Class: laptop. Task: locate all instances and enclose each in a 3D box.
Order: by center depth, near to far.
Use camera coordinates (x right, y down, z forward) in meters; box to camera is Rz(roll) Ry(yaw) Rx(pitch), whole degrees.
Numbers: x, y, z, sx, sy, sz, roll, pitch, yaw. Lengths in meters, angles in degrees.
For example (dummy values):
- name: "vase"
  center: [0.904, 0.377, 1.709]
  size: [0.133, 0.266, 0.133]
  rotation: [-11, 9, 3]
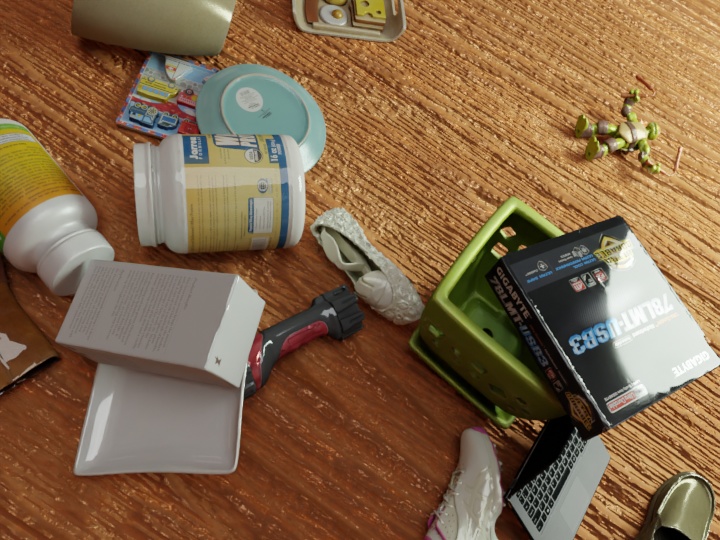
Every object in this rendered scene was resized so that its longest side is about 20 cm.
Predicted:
- name: "laptop"
  center: [0.262, 0.217, 0.709]
  size: [0.187, 0.115, 0.201]
  rotation: [-43, 108, -35]

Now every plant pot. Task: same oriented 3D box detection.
- name: "plant pot"
  center: [0.185, 0.067, 0.772]
  size: [0.198, 0.182, 0.200]
  rotation: [39, 61, 7]
- name: "plant pot"
  center: [-0.287, -0.394, 0.879]
  size: [0.197, 0.187, 0.190]
  rotation: [16, 60, -23]

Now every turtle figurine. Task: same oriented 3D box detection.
- name: "turtle figurine"
  center: [0.460, -0.246, 1.070]
  size: [0.158, 0.064, 0.203]
  rotation: [-7, 75, -10]

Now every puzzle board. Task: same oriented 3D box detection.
- name: "puzzle board"
  center: [-0.235, -0.245, 0.900]
  size: [0.197, 0.017, 0.153]
  rotation: [16, 62, -9]

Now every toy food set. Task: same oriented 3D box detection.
- name: "toy food set"
  center: [-0.022, -0.474, 1.046]
  size: [0.196, 0.061, 0.146]
  rotation: [2, 64, -15]

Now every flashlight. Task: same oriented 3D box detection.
- name: "flashlight"
  center: [-0.084, 0.092, 0.755]
  size: [0.198, 0.069, 0.068]
  rotation: [-23, 46, -29]

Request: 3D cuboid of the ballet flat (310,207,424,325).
- name: "ballet flat"
  center: [0.000, 0.000, 0.814]
  size: [0.071, 0.072, 0.200]
  rotation: [-31, 69, -26]

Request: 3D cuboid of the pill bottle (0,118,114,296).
- name: "pill bottle"
  center: [-0.384, -0.070, 0.718]
  size: [0.111, 0.111, 0.200]
  rotation: [-38, 79, -28]

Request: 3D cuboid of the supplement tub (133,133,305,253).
- name: "supplement tub"
  center: [-0.177, -0.097, 0.770]
  size: [0.197, 0.145, 0.147]
  rotation: [-4, 66, -18]

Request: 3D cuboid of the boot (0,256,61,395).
- name: "boot"
  center: [-0.465, 0.067, 0.671]
  size: [0.187, 0.068, 0.202]
  rotation: [-29, 82, -34]

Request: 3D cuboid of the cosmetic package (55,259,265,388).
- name: "cosmetic package"
  center: [-0.214, 0.055, 0.657]
  size: [0.197, 0.071, 0.103]
  rotation: [6, 66, 22]

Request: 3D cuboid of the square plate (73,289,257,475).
- name: "square plate"
  center: [-0.209, 0.124, 0.679]
  size: [0.196, 0.029, 0.201]
  rotation: [-6, 62, 16]

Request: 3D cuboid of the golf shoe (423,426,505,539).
- name: "golf shoe"
  center: [0.120, 0.282, 0.714]
  size: [0.090, 0.076, 0.203]
  rotation: [7, 62, -8]

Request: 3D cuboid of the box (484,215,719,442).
- name: "box"
  center: [0.264, 0.052, 0.664]
  size: [0.197, 0.050, 0.200]
  rotation: [-16, 65, -27]

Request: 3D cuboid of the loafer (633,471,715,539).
- name: "loafer"
  center: [0.398, 0.334, 0.769]
  size: [0.076, 0.068, 0.200]
  rotation: [44, 62, 8]

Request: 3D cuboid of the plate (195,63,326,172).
- name: "plate"
  center: [-0.140, -0.225, 0.896]
  size: [0.197, 0.026, 0.204]
  rotation: [9, 66, -21]
